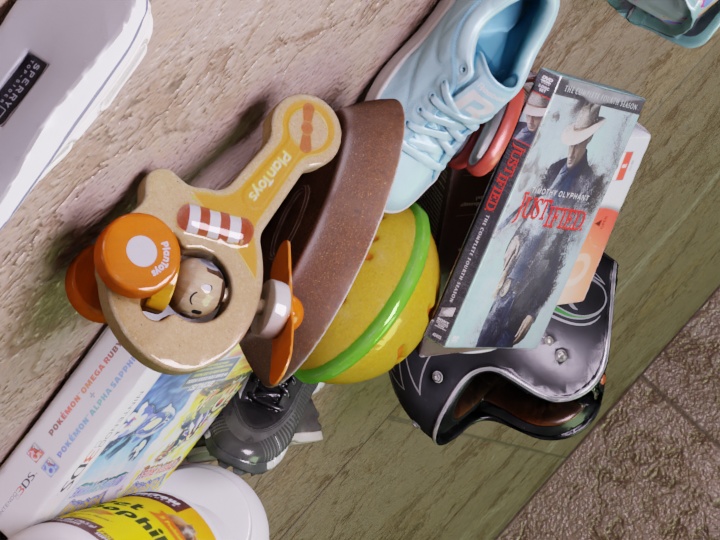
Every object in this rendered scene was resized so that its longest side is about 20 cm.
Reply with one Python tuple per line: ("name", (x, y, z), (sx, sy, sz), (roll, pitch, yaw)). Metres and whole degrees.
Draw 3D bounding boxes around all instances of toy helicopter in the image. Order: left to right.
("toy helicopter", (-0.068, -0.021, 1.263), (0.200, 0.132, 0.079), (-53, -171, -27))

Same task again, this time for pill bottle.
("pill bottle", (-0.160, 0.208, 1.450), (0.109, 0.109, 0.200), (-52, 165, 16))
("pill bottle", (-0.126, 0.213, 1.687), (0.112, 0.112, 0.200), (-44, 170, -13))

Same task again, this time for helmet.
("helmet", (0.119, 0.056, 1.865), (0.200, 0.190, 0.200), (7, 90, -84))

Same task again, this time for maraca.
("maraca", (0.000, 0.000, 1.506), (0.137, 0.107, 0.200), (-34, -153, 29))

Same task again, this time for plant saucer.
("plant saucer", (-0.033, -0.024, 1.374), (0.200, 0.034, 0.200), (-59, -164, 28))

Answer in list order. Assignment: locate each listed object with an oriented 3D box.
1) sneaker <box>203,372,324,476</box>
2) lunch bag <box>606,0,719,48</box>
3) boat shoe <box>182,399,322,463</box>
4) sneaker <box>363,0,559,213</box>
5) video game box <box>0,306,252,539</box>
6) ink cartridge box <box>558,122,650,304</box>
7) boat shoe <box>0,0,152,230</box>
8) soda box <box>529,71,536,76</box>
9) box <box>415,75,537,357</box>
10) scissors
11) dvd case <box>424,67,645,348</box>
("sneaker", (-0.062, 0.075, 1.613), (0.200, 0.066, 0.091), (-56, 169, -60))
("lunch bag", (0.250, -0.258, 1.569), (0.170, 0.122, 0.200), (-50, 174, -1))
("boat shoe", (-0.091, 0.116, 1.709), (0.067, 0.057, 0.200), (-15, 174, 23))
("sneaker", (0.061, -0.119, 1.419), (0.200, 0.074, 0.082), (-61, -155, 12))
("video game box", (-0.151, 0.094, 1.475), (0.182, 0.047, 0.200), (-49, 166, 16))
("ink cartridge box", (0.115, -0.043, 1.653), (0.200, 0.050, 0.162), (-9, 130, -39))
("boat shoe", (-0.167, -0.058, 0.999), (0.200, 0.071, 0.070), (-53, 163, -7))
("soda box", (0.090, -0.065, 1.715), (0.200, 0.063, 0.070), (-51, 165, 10))
("box", (0.090, -0.039, 1.584), (0.100, 0.075, 0.200), (-6, 125, -21))
("scissors", (0.110, -0.151, 1.468), (0.200, 0.014, 0.073), (-64, -160, -13))
("dvd case", (0.123, -0.038, 1.503), (0.146, 0.022, 0.200), (6, 109, -60))
